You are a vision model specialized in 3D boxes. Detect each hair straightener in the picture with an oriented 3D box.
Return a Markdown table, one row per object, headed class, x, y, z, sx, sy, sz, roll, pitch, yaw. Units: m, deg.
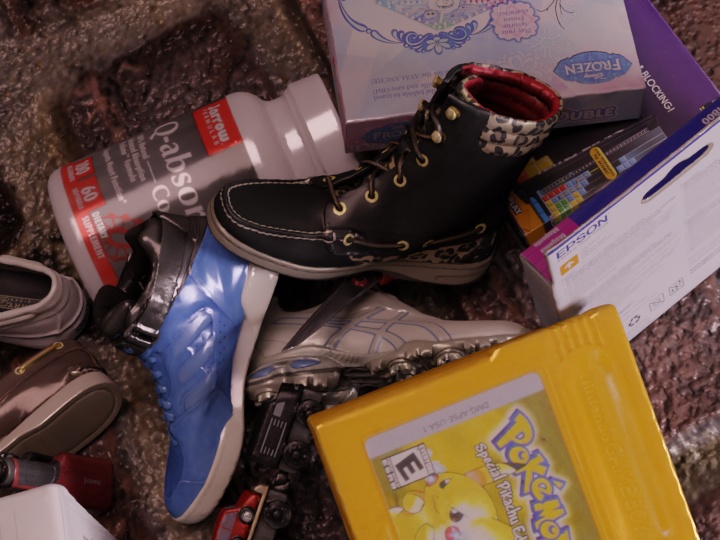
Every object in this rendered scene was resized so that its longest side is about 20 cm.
| class | x | y | z | sx | sy | sz | roll | pitch | yaw |
| --- | --- | --- | --- | --- | --- | --- | --- | --- | --- |
| hair straightener | -0.226 | 0.135 | 1.264 | 0.076 | 0.200 | 0.041 | 0 | 87 | 16 |

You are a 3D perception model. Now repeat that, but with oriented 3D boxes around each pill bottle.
| class | x | y | z | sx | sy | sz | roll | pitch | yaw |
| --- | --- | --- | --- | --- | --- | --- | --- | --- | --- |
| pill bottle | -0.102 | -0.052 | 1.365 | 0.199 | 0.116 | 0.116 | -24 | 62 | -1 |

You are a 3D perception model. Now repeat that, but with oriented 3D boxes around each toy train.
| class | x | y | z | sx | sy | sz | roll | pitch | yaw |
| --- | --- | --- | --- | --- | --- | --- | --- | --- | --- |
| toy train | -0.071 | 0.167 | 1.270 | 0.046 | 0.034 | 0.201 | 18 | 88 | -1 |

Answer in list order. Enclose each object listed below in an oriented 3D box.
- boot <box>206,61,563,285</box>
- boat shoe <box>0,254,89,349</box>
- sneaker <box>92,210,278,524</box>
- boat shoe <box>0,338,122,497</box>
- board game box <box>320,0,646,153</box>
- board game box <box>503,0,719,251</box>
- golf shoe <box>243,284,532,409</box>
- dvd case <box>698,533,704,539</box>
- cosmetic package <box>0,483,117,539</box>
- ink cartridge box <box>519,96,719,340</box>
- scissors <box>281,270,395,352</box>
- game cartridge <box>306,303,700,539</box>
| class | x | y | z | sx | sy | sz | roll | pitch | yaw |
| --- | --- | --- | --- | --- | --- | --- | --- | --- | --- |
| boot | 0.017 | -0.067 | 1.258 | 0.202 | 0.154 | 0.074 | 6 | 45 | -24 |
| boat shoe | -0.292 | 0.017 | 1.406 | 0.199 | 0.066 | 0.072 | 7 | 67 | 17 |
| sneaker | -0.127 | 0.060 | 1.290 | 0.077 | 0.111 | 0.201 | 31 | 108 | 64 |
| boat shoe | -0.257 | 0.121 | 1.348 | 0.200 | 0.072 | 0.060 | -36 | 56 | -9 |
| board game box | 0.073 | -0.183 | 1.345 | 0.199 | 0.043 | 0.200 | -6 | 61 | -4 |
| board game box | 0.137 | -0.126 | 1.379 | 0.165 | 0.057 | 0.200 | -31 | 62 | -2 |
| golf shoe | 0.019 | 0.040 | 1.319 | 0.199 | 0.078 | 0.098 | -6 | 58 | 9 |
| dvd case | 0.097 | 0.195 | 1.255 | 0.200 | 0.018 | 0.143 | -44 | 64 | -10 |
| cosmetic package | -0.239 | 0.254 | 1.223 | 0.199 | 0.168 | 0.167 | -16 | 64 | 4 |
| ink cartridge box | 0.189 | -0.039 | 1.244 | 0.196 | 0.200 | 0.043 | -38 | 62 | -7 |
| scissors | 0.000 | 0.000 | 1.315 | 0.199 | 0.014 | 0.073 | -25 | 59 | -39 |
| game cartridge | 0.089 | 0.135 | 1.194 | 0.199 | 0.032 | 0.177 | -21 | 90 | -7 |
